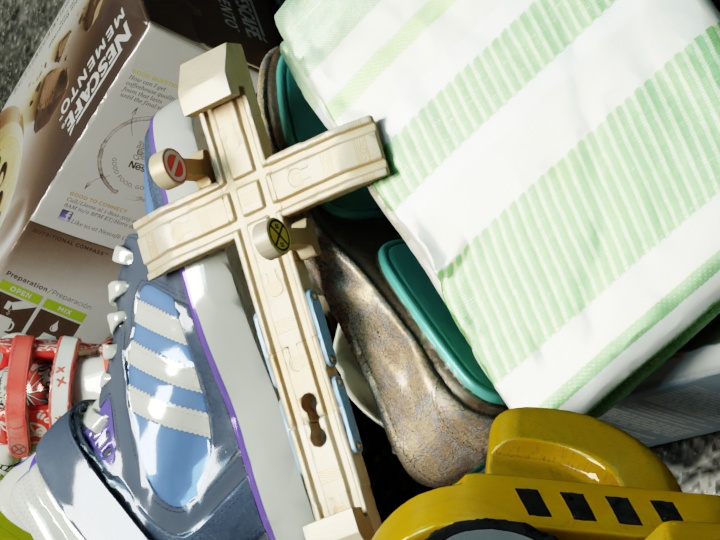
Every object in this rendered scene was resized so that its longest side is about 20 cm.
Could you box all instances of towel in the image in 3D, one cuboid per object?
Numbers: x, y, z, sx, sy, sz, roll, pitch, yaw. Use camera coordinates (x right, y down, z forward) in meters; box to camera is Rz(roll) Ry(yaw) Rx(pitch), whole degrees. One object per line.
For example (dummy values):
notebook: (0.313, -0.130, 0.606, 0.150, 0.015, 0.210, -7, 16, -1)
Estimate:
towel: (0.064, -0.058, 1.064, 0.153, 0.023, 0.200, -43, 67, 26)

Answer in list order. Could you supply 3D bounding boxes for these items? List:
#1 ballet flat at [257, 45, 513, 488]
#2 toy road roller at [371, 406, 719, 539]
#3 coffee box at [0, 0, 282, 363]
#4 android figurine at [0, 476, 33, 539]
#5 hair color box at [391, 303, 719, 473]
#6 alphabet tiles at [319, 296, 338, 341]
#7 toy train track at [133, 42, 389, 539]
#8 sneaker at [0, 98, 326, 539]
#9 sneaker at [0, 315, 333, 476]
ballet flat: (0.000, 0.000, 1.138, 0.067, 0.068, 0.200, -58, 44, 37)
toy road roller: (0.097, 0.120, 0.998, 0.146, 0.199, 0.123, -83, -2, -56)
coffee box: (-0.119, -0.047, 1.385, 0.200, 0.080, 0.113, -56, 27, 23)
android figurine: (-0.135, 0.149, 1.277, 0.200, 0.182, 0.041, 33, 113, 9)
hair color box: (0.099, 0.011, 1.119, 0.200, 0.060, 0.099, -18, 62, 47)
alphabet tiles: (-0.011, -0.038, 1.269, 0.200, 0.006, 0.167, 138, 137, -60)
toy train track: (-0.034, 0.014, 1.094, 0.114, 0.032, 0.201, -23, 78, 31)
sneaker: (-0.094, 0.045, 1.190, 0.146, 0.081, 0.201, -18, 86, 20)
sneaker: (-0.095, 0.056, 1.274, 0.201, 0.108, 0.068, -27, 55, 61)
